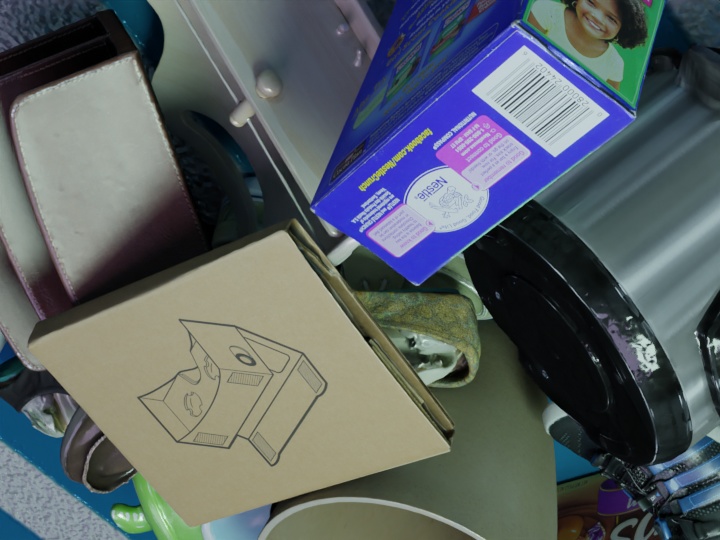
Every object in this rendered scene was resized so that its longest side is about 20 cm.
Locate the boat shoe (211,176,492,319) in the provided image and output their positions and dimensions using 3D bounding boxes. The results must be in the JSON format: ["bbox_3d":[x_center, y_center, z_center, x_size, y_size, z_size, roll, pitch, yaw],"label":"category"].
[{"bbox_3d":[0.000,0.000,1.140,0.198,0.062,0.072,15,137,8],"label":"boat shoe"}]

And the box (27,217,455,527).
[{"bbox_3d":[-0.069,0.064,1.012,0.199,0.021,0.164,-20,120,34],"label":"box"}]

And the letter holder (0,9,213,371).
[{"bbox_3d":[-0.169,-0.027,1.061,0.141,0.101,0.202,-22,116,-7],"label":"letter holder"}]

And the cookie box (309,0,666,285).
[{"bbox_3d":[0.074,-0.117,0.892,0.075,0.201,0.171,35,137,-16],"label":"cookie box"}]

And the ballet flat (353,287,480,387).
[{"bbox_3d":[-0.012,0.042,1.049,0.198,0.071,0.071,3,147,-32],"label":"ballet flat"}]

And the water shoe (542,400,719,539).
[{"bbox_3d":[0.198,0.134,1.075,0.198,0.079,0.072,21,152,2],"label":"water shoe"}]

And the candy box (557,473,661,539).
[{"bbox_3d":[0.191,0.187,1.204,0.199,0.117,0.057,-23,121,38],"label":"candy box"}]

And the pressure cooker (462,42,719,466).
[{"bbox_3d":[0.174,-0.020,0.950,0.179,0.199,0.176,54,166,-1],"label":"pressure cooker"}]

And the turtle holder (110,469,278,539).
[{"bbox_3d":[-0.082,0.154,1.274,0.131,0.141,0.187,-21,114,17],"label":"turtle holder"}]

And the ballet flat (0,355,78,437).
[{"bbox_3d":[-0.212,0.080,1.259,0.069,0.068,0.200,63,156,-1],"label":"ballet flat"}]

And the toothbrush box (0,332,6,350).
[{"bbox_3d":[-0.299,0.034,1.200,0.084,0.201,0.147,16,136,5],"label":"toothbrush box"}]

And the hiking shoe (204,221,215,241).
[{"bbox_3d":[-0.124,-0.018,1.181,0.100,0.076,0.201,-9,135,12],"label":"hiking shoe"}]

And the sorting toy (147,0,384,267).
[{"bbox_3d":[-0.058,-0.084,1.040,0.201,0.106,0.180,59,144,6],"label":"sorting toy"}]

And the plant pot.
[{"bbox_3d":[0.050,0.131,1.147,0.185,0.201,0.188,11,136,11],"label":"plant pot"}]

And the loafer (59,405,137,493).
[{"bbox_3d":[-0.110,0.086,1.164,0.199,0.071,0.073,-39,150,11],"label":"loafer"}]
